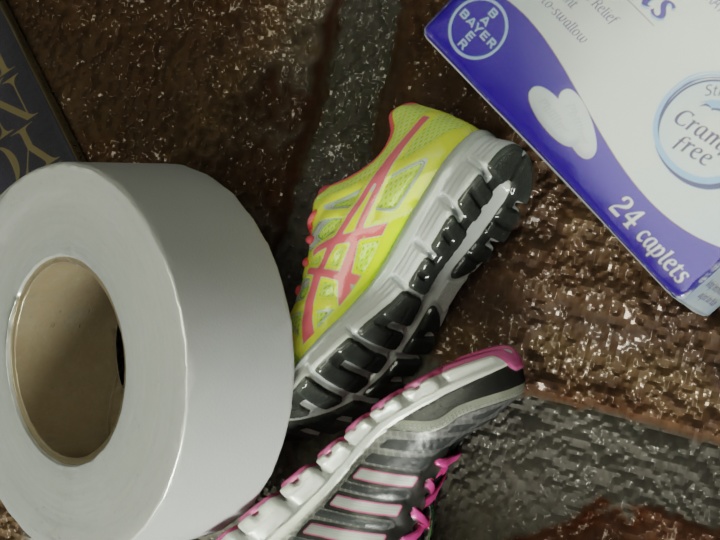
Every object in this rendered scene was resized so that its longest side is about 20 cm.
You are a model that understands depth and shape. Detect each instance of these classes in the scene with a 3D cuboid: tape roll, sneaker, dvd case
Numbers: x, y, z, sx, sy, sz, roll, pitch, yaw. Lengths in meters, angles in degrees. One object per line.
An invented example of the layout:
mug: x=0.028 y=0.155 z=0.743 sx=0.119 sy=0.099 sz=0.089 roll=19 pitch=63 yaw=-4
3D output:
tape roll: x=-0.125 y=0.043 z=0.808 sx=0.202 sy=0.071 sz=0.204 roll=3 pitch=95 yaw=46
sneaker: x=0.015 y=0.120 z=0.788 sx=0.200 sy=0.074 sz=0.088 roll=-41 pitch=81 yaw=9
dvd case: x=-0.242 y=-0.064 z=0.934 sx=0.148 sy=0.016 sz=0.201 roll=-33 pitch=74 yaw=14
sneaker: x=0.000 y=0.000 z=0.811 sx=0.090 sy=0.078 sz=0.200 roll=41 pitch=95 yaw=31

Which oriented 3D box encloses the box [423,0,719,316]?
box: x=0.167 y=-0.113 z=0.737 sx=0.200 sy=0.105 sz=0.184 roll=-45 pitch=72 yaw=10
